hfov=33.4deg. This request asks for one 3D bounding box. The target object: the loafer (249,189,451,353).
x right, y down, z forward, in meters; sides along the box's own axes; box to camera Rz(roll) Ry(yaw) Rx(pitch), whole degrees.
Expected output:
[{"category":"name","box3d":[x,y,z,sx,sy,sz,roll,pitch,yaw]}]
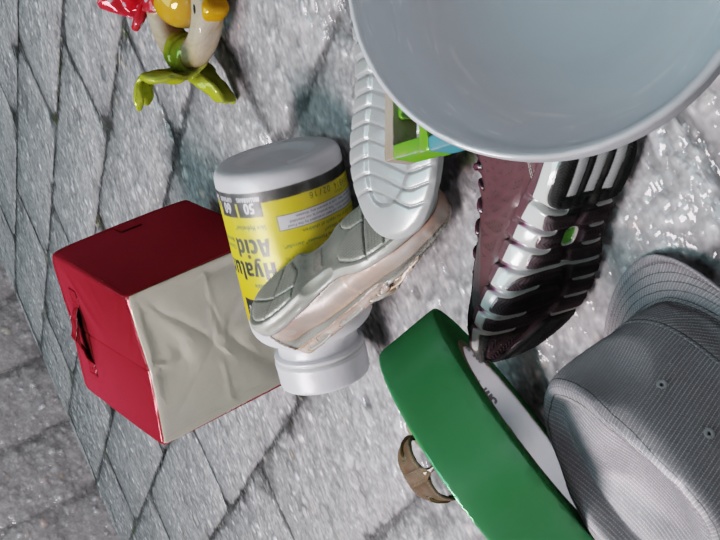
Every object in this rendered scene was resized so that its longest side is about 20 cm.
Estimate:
[{"category":"loafer","box3d":[0.000,0.000,0.917,0.199,0.063,0.072,-34,34,32]}]

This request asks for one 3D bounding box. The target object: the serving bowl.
[{"category":"serving bowl","box3d":[0.095,-0.145,0.562,0.202,0.199,0.066,61,-161,19]}]

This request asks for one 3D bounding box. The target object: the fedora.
[{"category":"fedora","box3d":[0.166,0.098,0.660,0.201,0.089,0.178,55,152,30]}]

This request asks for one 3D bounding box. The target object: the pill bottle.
[{"category":"pill bottle","box3d":[-0.050,-0.003,1.020,0.111,0.110,0.203,21,128,59]}]

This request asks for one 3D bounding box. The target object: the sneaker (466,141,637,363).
[{"category":"sneaker","box3d":[0.096,-0.045,0.739,0.116,0.075,0.201,59,145,36]}]

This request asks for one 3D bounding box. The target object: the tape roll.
[{"category":"tape roll","box3d":[0.090,0.117,0.759,0.201,0.048,0.201,50,-172,-9]}]

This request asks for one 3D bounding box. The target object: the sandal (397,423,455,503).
[{"category":"sandal","box3d":[0.060,0.147,0.903,0.080,0.057,0.201,52,173,2]}]

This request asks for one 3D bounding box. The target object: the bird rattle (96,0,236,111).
[{"category":"bird rattle","box3d":[-0.171,-0.254,1.145,0.163,0.111,0.202,-47,53,51]}]

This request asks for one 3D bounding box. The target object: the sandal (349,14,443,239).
[{"category":"sandal","box3d":[0.034,-0.124,0.827,0.082,0.049,0.206,10,105,45]}]

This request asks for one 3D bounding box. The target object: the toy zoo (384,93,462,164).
[{"category":"toy zoo","box3d":[0.075,-0.140,0.677,0.199,0.020,0.133,-10,78,58]}]

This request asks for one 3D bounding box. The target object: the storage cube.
[{"category":"storage cube","box3d":[-0.193,0.046,1.269,0.179,0.198,0.173,22,128,50]}]
